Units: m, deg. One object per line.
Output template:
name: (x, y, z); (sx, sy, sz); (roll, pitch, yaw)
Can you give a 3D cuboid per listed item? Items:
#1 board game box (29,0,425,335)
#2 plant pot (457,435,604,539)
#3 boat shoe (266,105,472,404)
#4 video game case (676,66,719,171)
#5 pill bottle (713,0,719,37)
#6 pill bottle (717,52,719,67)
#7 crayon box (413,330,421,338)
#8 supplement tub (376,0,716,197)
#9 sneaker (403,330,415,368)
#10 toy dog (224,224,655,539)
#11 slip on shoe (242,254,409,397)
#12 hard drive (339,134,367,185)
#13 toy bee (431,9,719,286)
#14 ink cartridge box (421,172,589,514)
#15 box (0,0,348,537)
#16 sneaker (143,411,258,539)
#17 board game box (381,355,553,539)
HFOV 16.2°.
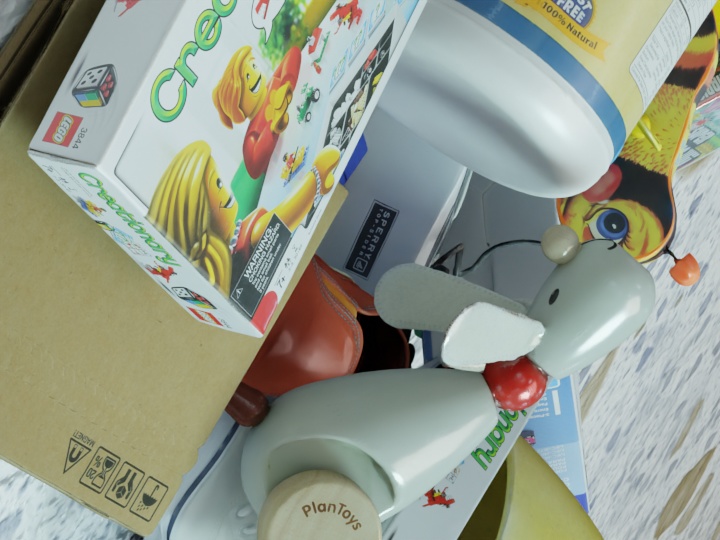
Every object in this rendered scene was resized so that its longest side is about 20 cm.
board game box: (-0.032, -0.093, 0.902); (0.200, 0.035, 0.126); (-65, 146, -16)
plant pot: (0.060, 0.185, 1.226); (0.200, 0.142, 0.200); (-45, -156, 27)
boat shoe: (0.000, 0.000, 1.235); (0.200, 0.072, 0.068); (-65, 168, 9)
video game case: (0.203, -0.092, 1.387); (0.200, 0.017, 0.143); (-29, 169, 13)
pill bottle: (0.145, -0.157, 1.302); (0.200, 0.109, 0.109); (-58, 163, -6)
pill bottle: (0.229, -0.163, 1.459); (0.113, 0.113, 0.200); (-54, 178, -16)
crayon box: (0.091, -0.048, 1.435); (0.127, 0.051, 0.200); (-49, 161, -31)
supplement tub: (0.090, -0.148, 1.101); (0.200, 0.145, 0.145); (-56, 163, -11)
sneaker: (0.010, 0.076, 1.361); (0.077, 0.082, 0.200); (-36, 151, -53)
toy dog: (0.015, 0.040, 1.040); (0.200, 0.096, 0.132); (-43, -164, -22)
slip on shoe: (-0.030, 0.026, 1.103); (0.074, 0.061, 0.200); (-58, 159, 4)
hard drive: (-0.068, 0.000, 1.105); (0.200, 0.025, 0.132); (-56, 163, -12)
toy bee: (0.127, -0.046, 1.206); (0.200, 0.109, 0.131); (-63, 171, 22)
ink cartridge box: (0.077, 0.044, 1.334); (0.200, 0.076, 0.137); (74, 12, -54)
box: (-0.093, -0.002, 0.934); (0.164, 0.021, 0.200); (-60, 146, -7)
sneaker: (-0.061, 0.116, 1.212); (0.073, 0.071, 0.200); (-56, 170, -29)
board game box: (0.006, 0.106, 1.137); (0.126, 0.035, 0.200); (-31, -165, 41)
